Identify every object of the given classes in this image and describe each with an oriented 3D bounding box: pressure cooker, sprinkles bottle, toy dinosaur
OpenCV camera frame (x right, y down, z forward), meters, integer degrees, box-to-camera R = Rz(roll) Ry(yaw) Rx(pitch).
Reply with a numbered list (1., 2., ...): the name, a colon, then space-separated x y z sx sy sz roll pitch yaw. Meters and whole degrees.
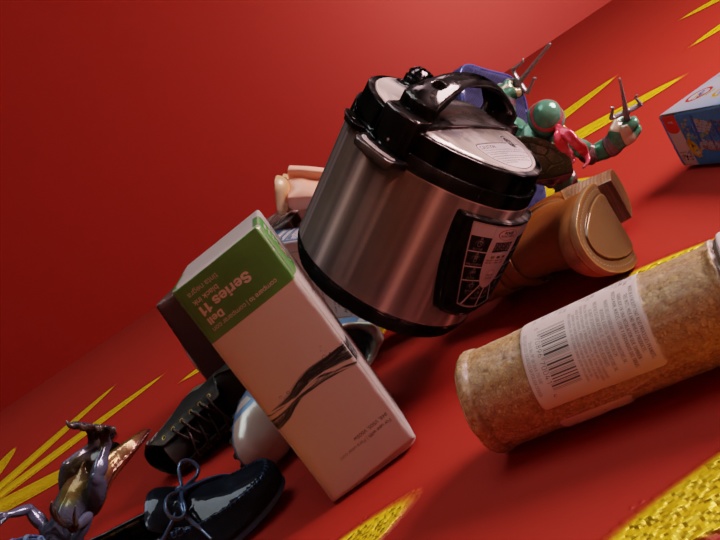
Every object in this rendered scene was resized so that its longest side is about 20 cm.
1. pressure cooker: 0.052 -0.070 0.702 0.177 0.175 0.203 -96 29 -63
2. sprinkles bottle: 0.151 0.042 0.487 0.198 0.069 0.068 -29 11 28
3. toy dinosaur: -0.278 0.247 0.837 0.103 0.186 0.198 -3 -14 39

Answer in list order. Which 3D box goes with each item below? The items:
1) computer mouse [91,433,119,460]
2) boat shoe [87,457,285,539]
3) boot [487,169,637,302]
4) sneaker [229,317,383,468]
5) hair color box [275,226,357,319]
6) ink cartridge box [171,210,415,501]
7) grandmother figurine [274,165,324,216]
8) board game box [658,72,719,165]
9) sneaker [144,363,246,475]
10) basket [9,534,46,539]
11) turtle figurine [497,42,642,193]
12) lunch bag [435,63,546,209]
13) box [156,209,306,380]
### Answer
1. computer mouse: -0.392 0.262 1.263 0.058 0.034 0.200 -37 10 -12
2. boat shoe: -0.154 0.209 0.677 0.198 0.069 0.084 -34 11 -2
3. boot: 0.155 -0.012 0.727 0.153 0.075 0.200 -30 3 27
4. sneaker: -0.049 0.108 0.795 0.072 0.072 0.200 -31 11 49
5. hair color box: 0.000 0.000 0.880 0.195 0.102 0.061 -7 17 17
6. ink cartridge box: -0.053 0.061 0.669 0.082 0.202 0.147 -36 10 -2
7. grandmother figurine: 0.008 -0.087 0.910 0.195 0.062 0.122 -2 17 5
8. board game box: 0.394 -0.171 0.719 0.198 0.056 0.196 -35 10 -7
9. sneaker: -0.156 0.162 0.917 0.199 0.075 0.107 -37 10 44
10. basket: -0.292 0.240 0.588 0.175 0.202 0.139 -27 12 36
11. turtle figurine: 0.183 -0.128 0.821 0.101 0.149 0.201 -49 -20 -16
12. lunch bag: 0.120 -0.140 0.999 0.134 0.205 0.131 3 -17 -43
13. box: -0.108 0.035 1.035 0.198 0.168 0.165 -30 12 14
